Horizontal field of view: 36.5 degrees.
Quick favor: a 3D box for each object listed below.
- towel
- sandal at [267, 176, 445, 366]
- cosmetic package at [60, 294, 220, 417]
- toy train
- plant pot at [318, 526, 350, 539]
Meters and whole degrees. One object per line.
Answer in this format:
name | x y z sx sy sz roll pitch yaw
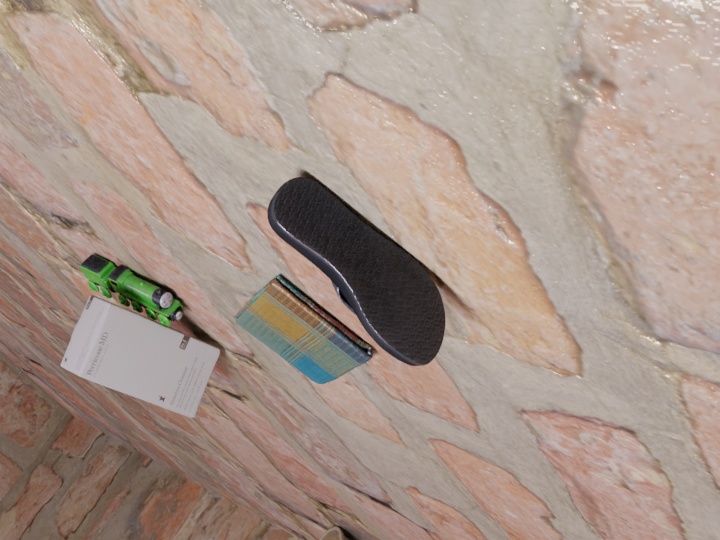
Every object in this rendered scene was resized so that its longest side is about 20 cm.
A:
towel | -0.070 0.075 1.296 0.146 0.022 0.200 38 157 -6
sandal | 0.000 -0.001 0.963 0.200 0.076 0.043 48 157 -1
cosmetic package | -0.314 0.124 1.569 0.198 0.115 0.081 25 173 -39
toy train | -0.330 0.025 1.572 0.198 0.042 0.057 20 143 35
plant pot | -0.012 0.652 2.216 0.182 0.203 0.200 28 161 -14
